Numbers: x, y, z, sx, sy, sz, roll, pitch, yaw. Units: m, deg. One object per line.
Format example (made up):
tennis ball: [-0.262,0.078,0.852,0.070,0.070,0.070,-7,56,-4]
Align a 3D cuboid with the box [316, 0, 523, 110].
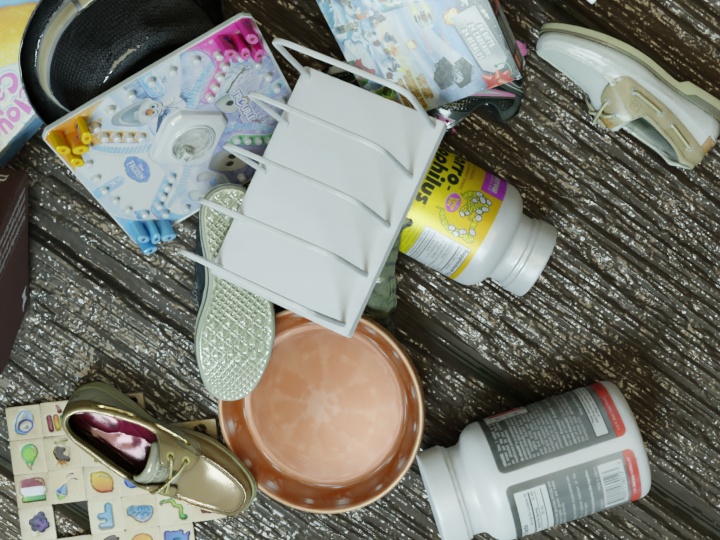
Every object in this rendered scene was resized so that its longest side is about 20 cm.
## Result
box: [0.038,-0.232,1.040,0.137,0.040,0.200,-16,121,21]

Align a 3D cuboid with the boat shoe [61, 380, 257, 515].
boat shoe: [-0.192,0.178,1.154,0.200,0.066,0.074,28,104,-2]

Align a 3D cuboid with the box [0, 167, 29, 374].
box: [-0.405,0.007,1.063,0.200,0.166,0.164,9,128,-4]

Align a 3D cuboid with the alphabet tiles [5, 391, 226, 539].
alphabet tiles: [-0.234,0.203,1.196,0.200,0.008,0.167,-6,95,-3]

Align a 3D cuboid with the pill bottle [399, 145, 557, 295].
pill bottle: [0.078,-0.054,1.144,0.200,0.104,0.104,28,93,-5]

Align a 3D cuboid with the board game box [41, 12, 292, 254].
board game box: [-0.148,-0.112,1.089,0.200,0.200,0.026,-30,59,-1]

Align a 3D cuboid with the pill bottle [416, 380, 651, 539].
pill bottle: [0.161,0.186,1.162,0.200,0.116,0.116,-17,95,-2]

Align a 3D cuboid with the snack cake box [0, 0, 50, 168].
snack cake box: [-0.332,-0.180,1.129,0.115,0.067,0.200,42,91,-5]

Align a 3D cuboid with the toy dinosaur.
toy dinosaur: [0.000,0.000,1.140,0.088,0.200,0.047,24,52,12]

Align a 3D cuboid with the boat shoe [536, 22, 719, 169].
boat shoe: [0.249,-0.164,1.159,0.200,0.075,0.068,26,87,-6]

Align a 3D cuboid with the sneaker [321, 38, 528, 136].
sneaker: [0.061,-0.166,1.147,0.200,0.080,0.087,-5,97,-2]

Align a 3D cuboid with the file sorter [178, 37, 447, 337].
file sorter: [-0.043,-0.068,1.012,0.139,0.125,0.200,24,89,17]

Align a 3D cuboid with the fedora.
fedora: [-0.192,-0.183,1.079,0.200,0.092,0.201,-22,133,-25]

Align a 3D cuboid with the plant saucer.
plant saucer: [-0.036,0.130,1.168,0.200,0.032,0.201,2,98,12]

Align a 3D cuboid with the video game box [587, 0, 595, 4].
video game box: [0.153,-0.323,1.081,0.182,0.200,0.047,39,114,-4]

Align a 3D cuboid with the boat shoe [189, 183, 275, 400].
boat shoe: [-0.118,0.019,1.129,0.074,0.062,0.200,-3,99,-11]
